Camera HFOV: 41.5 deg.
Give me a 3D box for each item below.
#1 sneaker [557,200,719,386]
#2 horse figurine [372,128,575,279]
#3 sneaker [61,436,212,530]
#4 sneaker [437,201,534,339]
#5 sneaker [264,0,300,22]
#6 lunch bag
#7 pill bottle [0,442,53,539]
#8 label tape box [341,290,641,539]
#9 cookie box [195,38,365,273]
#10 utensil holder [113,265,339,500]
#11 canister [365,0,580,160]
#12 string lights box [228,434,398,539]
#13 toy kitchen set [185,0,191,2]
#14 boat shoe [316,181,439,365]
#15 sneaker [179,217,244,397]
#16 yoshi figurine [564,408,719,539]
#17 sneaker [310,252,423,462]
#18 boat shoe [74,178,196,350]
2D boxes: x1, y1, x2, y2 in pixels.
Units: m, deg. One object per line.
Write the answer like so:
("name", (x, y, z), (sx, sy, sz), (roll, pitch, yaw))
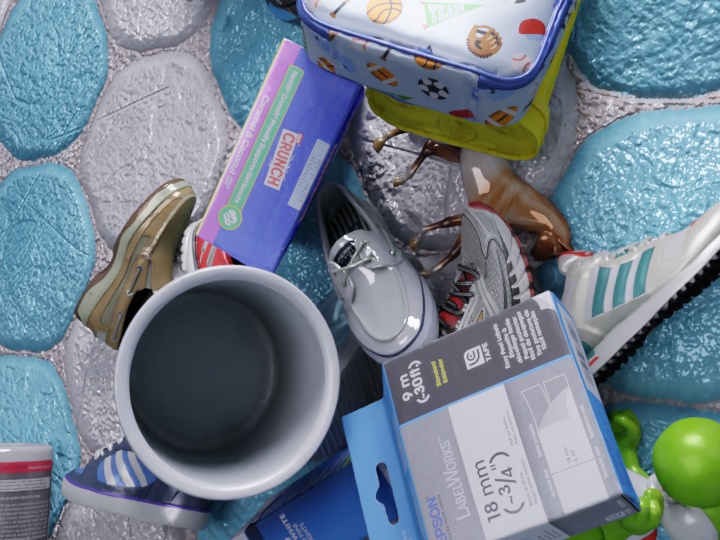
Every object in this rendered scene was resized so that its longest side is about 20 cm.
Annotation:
("sneaker", (0.199, 0.003, 0.722), (0.200, 0.070, 0.094), (-49, 66, 21))
("horse figurine", (0.089, -0.081, 0.814), (0.131, 0.050, 0.203), (-24, 65, 16))
("sneaker", (-0.213, 0.173, 0.964), (0.197, 0.080, 0.149), (2, 76, 36))
("sneaker", (0.086, 0.048, 0.742), (0.078, 0.080, 0.204), (-137, 46, -74))
("sneaker", (-0.022, -0.313, 0.917), (0.199, 0.082, 0.074), (-33, 94, 43))
("lunch bag", (0.055, -0.204, 0.692), (0.197, 0.076, 0.162), (22, 73, 11))
("pill bottle", (-0.397, 0.292, 1.037), (0.109, 0.110, 0.204), (-4, 81, 32))
("label tape box", (0.072, 0.125, 0.660), (0.198, 0.063, 0.146), (-25, 60, 18))
("cookie box", (-0.063, -0.102, 0.827), (0.074, 0.200, 0.173), (26, 99, -4))
("utensil holder", (-0.122, 0.086, 0.790), (0.200, 0.167, 0.174), (172, 106, -74))
("canister", (0.103, -0.209, 0.772), (0.146, 0.087, 0.203), (17, 78, 14))
("string lights box", (-0.016, 0.193, 0.807), (0.199, 0.103, 0.059), (-37, 88, 23))
("toy kitchen set", (-0.191, -0.388, 0.946), (0.162, 0.179, 0.203), (-27, 52, 39))
("boat shoe", (0.000, 0.000, 0.766), (0.073, 0.067, 0.201), (-42, 36, 10))
("sneaker", (-0.124, 0.038, 0.925), (0.084, 0.077, 0.204), (-15, 77, 19))
("yoshi figurine", (0.194, 0.151, 0.685), (0.197, 0.112, 0.115), (-13, 70, 27))
("sneaker", (-0.014, 0.069, 0.855), (0.081, 0.074, 0.202), (27, 88, 47))
("boat shoe", (-0.221, -0.002, 1.003), (0.076, 0.071, 0.201), (43, 114, 15))
